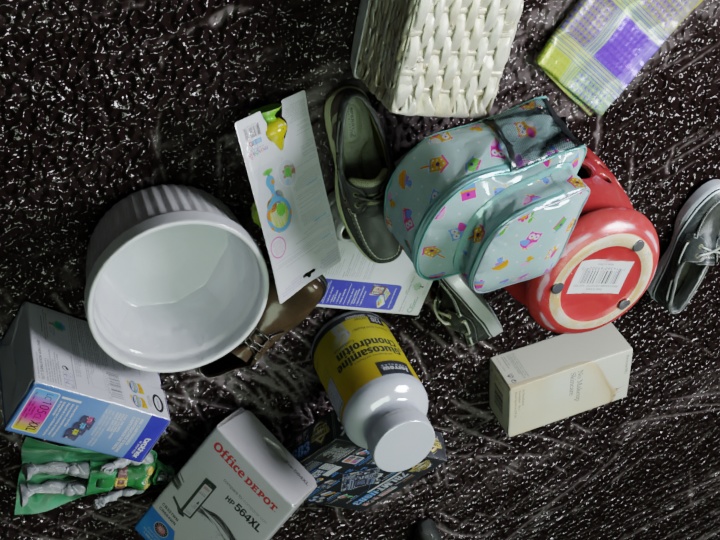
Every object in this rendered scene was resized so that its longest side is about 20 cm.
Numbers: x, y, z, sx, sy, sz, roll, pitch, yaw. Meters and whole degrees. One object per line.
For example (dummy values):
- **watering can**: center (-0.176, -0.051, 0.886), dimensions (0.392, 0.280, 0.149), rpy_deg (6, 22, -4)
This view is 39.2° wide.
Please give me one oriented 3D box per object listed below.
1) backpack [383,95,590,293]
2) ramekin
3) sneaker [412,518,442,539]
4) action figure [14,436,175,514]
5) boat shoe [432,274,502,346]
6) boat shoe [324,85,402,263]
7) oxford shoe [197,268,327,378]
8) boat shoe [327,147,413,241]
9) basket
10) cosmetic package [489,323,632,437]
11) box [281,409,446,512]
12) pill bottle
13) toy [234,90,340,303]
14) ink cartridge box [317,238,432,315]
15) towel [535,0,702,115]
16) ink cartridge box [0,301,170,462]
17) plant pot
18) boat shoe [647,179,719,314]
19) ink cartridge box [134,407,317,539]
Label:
- **backpack**: center (0.130, -0.069, 1.062), dimensions (0.197, 0.155, 0.177), rpy_deg (-11, 147, -19)
- **ramekin**: center (-0.206, 0.001, 1.107), dimensions (0.197, 0.106, 0.202), rpy_deg (-13, 130, -15)
- **sneaker**: center (0.095, 0.485, 1.643), dimensions (0.089, 0.076, 0.202), rpy_deg (-10, 127, -8)
- **action figure**: center (-0.330, 0.262, 1.287), dimensions (0.197, 0.055, 0.120), rpy_deg (1, 122, -31)
- **boat shoe**: center (0.130, 0.049, 1.306), dimensions (0.063, 0.071, 0.200), rpy_deg (-32, 145, 7)
- **boat shoe**: center (0.005, -0.100, 1.106), dimensions (0.071, 0.066, 0.204), rpy_deg (-14, 103, -4)
- **oxford shoe**: center (-0.115, 0.068, 1.178), dimensions (0.199, 0.085, 0.073), rpy_deg (-37, 117, 26)
- **boat shoe**: center (0.053, -0.087, 1.183), dimensions (0.198, 0.070, 0.071), rpy_deg (-28, 132, -3)
- **basket**: center (0.083, -0.264, 1.026), dimensions (0.133, 0.124, 0.202), rpy_deg (-2, 127, -22)
- **cosmetic package**: center (0.291, 0.157, 1.480), dimensions (0.197, 0.073, 0.105), rpy_deg (-16, 130, -12)
- **box**: center (-0.017, 0.266, 1.392), dimensions (0.196, 0.050, 0.200), rpy_deg (16, 140, -35)
- **pill bottle**: center (0.018, 0.150, 1.259), dimensions (0.110, 0.201, 0.113), rpy_deg (-13, 129, -16)
- **toy**: center (-0.087, -0.082, 1.100), dimensions (0.115, 0.047, 0.203), rpy_deg (-35, 124, -45)
- **ink cartridge box**: center (0.000, 0.000, 1.247), dimensions (0.197, 0.039, 0.100), rpy_deg (6, 122, -30)
- **towel**: center (0.306, -0.287, 1.180), dimensions (0.143, 0.023, 0.200), rpy_deg (30, 108, -39)
- **ink cartridge box**: center (-0.298, 0.131, 1.142), dimensions (0.198, 0.137, 0.077), rpy_deg (22, 116, -35)
- **plant pot**: center (0.250, -0.034, 1.244), dimensions (0.197, 0.183, 0.203), rpy_deg (-12, 132, -14)
- **boat shoe**: center (0.476, -0.028, 1.424), dimensions (0.071, 0.071, 0.202), rpy_deg (1, 124, -25)
- **ink cartridge box**: center (-0.175, 0.304, 1.313), dimensions (0.201, 0.146, 0.084), rpy_deg (-51, 171, 20)
